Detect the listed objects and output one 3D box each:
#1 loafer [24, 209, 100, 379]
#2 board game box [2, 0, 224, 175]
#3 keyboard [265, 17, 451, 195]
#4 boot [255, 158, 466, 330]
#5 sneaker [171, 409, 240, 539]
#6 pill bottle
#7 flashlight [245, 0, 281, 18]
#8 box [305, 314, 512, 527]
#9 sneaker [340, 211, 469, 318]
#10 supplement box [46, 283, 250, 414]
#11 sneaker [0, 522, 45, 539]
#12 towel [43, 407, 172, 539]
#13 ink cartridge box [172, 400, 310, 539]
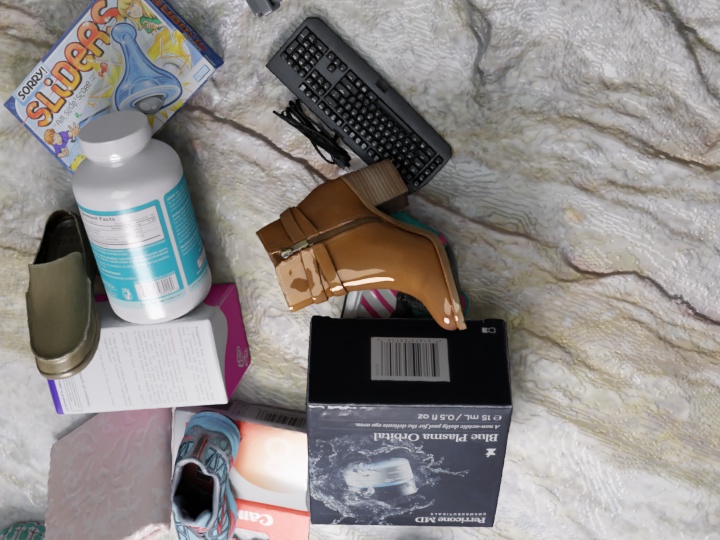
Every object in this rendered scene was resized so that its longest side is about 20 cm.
[{"bbox_3d":[-0.312,0.020,1.181,0.075,0.201,0.068,-15,142,5],"label":"loafer"},{"bbox_3d":[-0.254,-0.191,1.175,0.135,0.034,0.200,45,112,-7],"label":"board game box"},{"bbox_3d":[-0.011,-0.148,1.141,0.200,0.040,0.104,43,112,-5],"label":"keyboard"},{"bbox_3d":[0.000,0.000,1.087,0.154,0.077,0.201,-28,71,-5],"label":"boot"},{"bbox_3d":[-0.183,0.254,1.254,0.079,0.096,0.202,10,120,9],"label":"sneaker"},{"bbox_3d":[-0.223,-0.055,1.154,0.110,0.111,0.201,-2,122,12],"label":"pill bottle"},{"bbox_3d":[-0.124,-0.341,1.079,0.067,0.068,0.201,-35,108,-13],"label":"flashlight"},{"bbox_3d":[0.045,0.155,1.155,0.195,0.118,0.201,1,134,0],"label":"box"},{"bbox_3d":[0.049,0.041,1.181,0.120,0.084,0.202,17,112,15],"label":"sneaker"},{"bbox_3d":[-0.232,0.084,1.240,0.198,0.101,0.104,-6,110,14],"label":"supplement box"},{"bbox_3d":[-0.367,0.364,1.392,0.198,0.078,0.092,2,115,12],"label":"sneaker"},{"bbox_3d":[-0.277,0.236,1.266,0.190,0.201,0.032,-33,132,23],"label":"towel"},{"bbox_3d":[-0.136,0.249,1.313,0.161,0.050,0.202,9,109,9],"label":"ink cartridge box"}]
